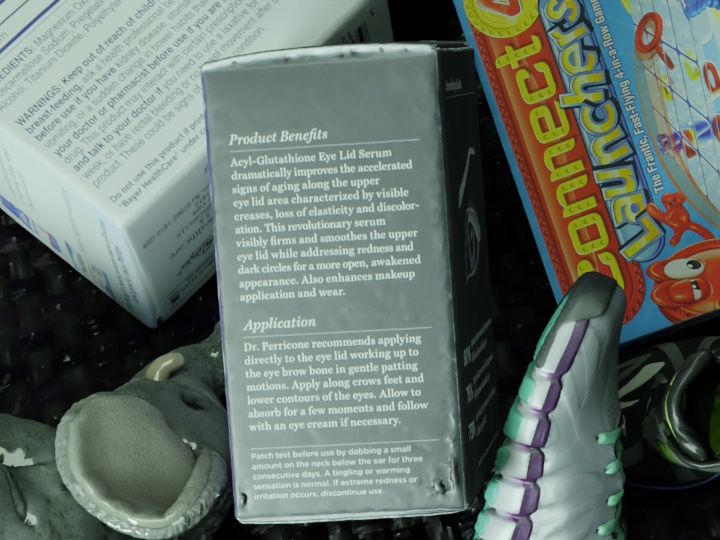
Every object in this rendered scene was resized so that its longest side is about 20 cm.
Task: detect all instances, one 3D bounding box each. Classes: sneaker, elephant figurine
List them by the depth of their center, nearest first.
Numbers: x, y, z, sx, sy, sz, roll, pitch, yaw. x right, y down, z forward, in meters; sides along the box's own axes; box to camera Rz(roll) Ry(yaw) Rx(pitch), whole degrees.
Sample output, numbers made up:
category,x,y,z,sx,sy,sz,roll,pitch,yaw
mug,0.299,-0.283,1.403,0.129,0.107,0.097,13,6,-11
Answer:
category,x,y,z,sx,sy,sz,roll,pitch,yaw
sneaker,0.099,0.102,1.136,0.087,0.074,0.201,19,106,6
sneaker,0.154,0.056,1.137,0.199,0.082,0.071,-7,72,54
elephant figurine,-0.112,0.100,1.175,0.199,0.141,0.156,-6,91,-11

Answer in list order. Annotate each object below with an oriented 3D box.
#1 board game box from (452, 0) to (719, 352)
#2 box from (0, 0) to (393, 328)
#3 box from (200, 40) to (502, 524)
category,x,y,z,sx,sy,sz,roll,pitch,yaw
board game box,0.162,-0.083,1.197,0.195,0.056,0.201,-21,84,16
box,-0.115,-0.108,1.296,0.200,0.105,0.184,38,71,24
box,0.000,0.000,1.146,0.104,0.148,0.201,-4,93,9
